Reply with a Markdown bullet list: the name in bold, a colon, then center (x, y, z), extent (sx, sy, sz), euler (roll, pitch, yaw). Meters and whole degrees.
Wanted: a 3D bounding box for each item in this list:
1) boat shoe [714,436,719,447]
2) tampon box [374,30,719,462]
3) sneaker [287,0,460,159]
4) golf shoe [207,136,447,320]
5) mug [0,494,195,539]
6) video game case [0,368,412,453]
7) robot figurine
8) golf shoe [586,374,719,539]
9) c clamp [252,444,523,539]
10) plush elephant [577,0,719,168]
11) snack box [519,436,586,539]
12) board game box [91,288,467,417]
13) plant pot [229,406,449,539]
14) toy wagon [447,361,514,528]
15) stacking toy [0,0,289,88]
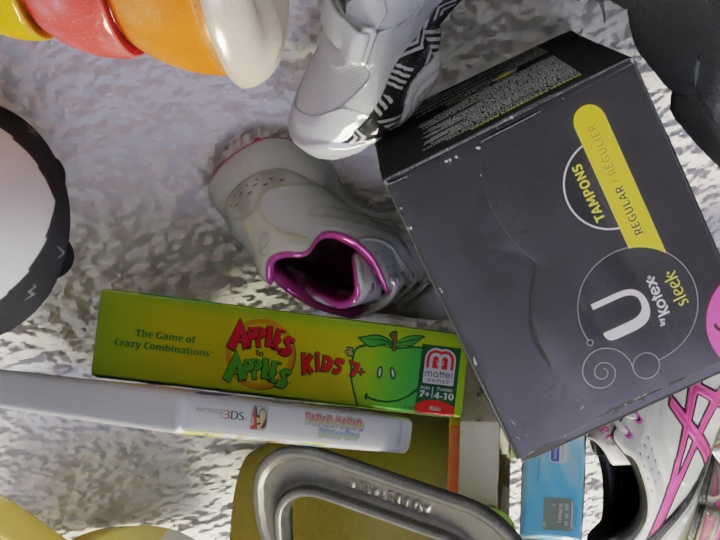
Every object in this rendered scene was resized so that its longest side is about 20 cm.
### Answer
- **boat shoe**: center (0.262, 0.090, 1.127), extent (0.200, 0.076, 0.072), euler (-20, 146, 10)
- **tampon box**: center (0.095, -0.023, 0.816), extent (0.126, 0.200, 0.150), euler (-26, 102, 5)
- **sneaker**: center (0.000, -0.148, 0.782), extent (0.115, 0.075, 0.200), euler (22, 120, -34)
- **golf shoe**: center (0.000, 0.000, 0.924), extent (0.200, 0.092, 0.075), euler (24, 122, -39)
- **mug**: center (-0.160, 0.223, 1.022), extent (0.186, 0.150, 0.153), euler (7, 162, -13)
- **video game case**: center (-0.104, 0.074, 0.886), extent (0.200, 0.023, 0.182), euler (4, 174, 39)
- **robot figurine**: center (-0.214, -0.024, 0.761), extent (0.125, 0.150, 0.200), euler (-48, 164, 16)
- **golf shoe**: center (0.191, 0.090, 1.038), extent (0.092, 0.073, 0.200), euler (0, 96, -28)
- **c clamp**: center (0.023, 0.182, 0.915), extent (0.200, 0.027, 0.171), euler (21, 130, 19)
- **plush elephant**: center (0.216, -0.141, 0.815), extent (0.155, 0.200, 0.165), euler (-31, 144, -22)
- **snack box**: center (0.119, 0.128, 1.003), extent (0.037, 0.116, 0.200), euler (2, 160, 8)
- **board game box**: center (-0.049, 0.048, 0.918), extent (0.200, 0.048, 0.102), euler (7, 175, -9)
- **plant pot**: center (-0.005, 0.172, 1.050), extent (0.142, 0.200, 0.200), euler (1, 139, 9)
- **toy wagon**: center (0.077, 0.143, 0.984), extent (0.039, 0.155, 0.200), euler (2, 129, 8)
- **stacking toy**: center (-0.136, -0.144, 0.714), extent (0.200, 0.146, 0.146), euler (-5, 139, 8)
